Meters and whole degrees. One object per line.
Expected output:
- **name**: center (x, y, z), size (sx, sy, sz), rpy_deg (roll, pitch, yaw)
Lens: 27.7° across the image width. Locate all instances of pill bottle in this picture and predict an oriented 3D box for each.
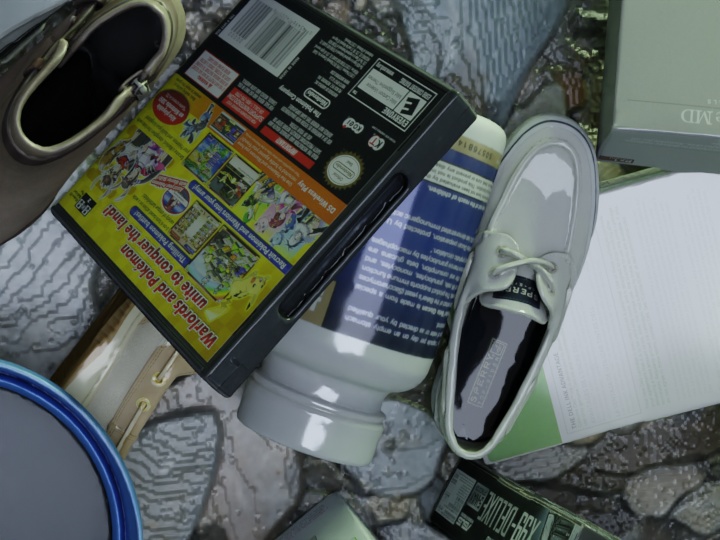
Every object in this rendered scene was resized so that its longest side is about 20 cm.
- **pill bottle**: center (0.000, 0.000, 0.814), size (0.110, 0.111, 0.202), rpy_deg (18, 92, -13)

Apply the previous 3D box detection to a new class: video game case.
- **video game case**: center (-0.059, -0.053, 0.758), size (0.181, 0.200, 0.026), rpy_deg (-48, 132, -3)

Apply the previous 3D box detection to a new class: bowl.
- **bowl**: center (-0.212, 0.143, 0.753), size (0.198, 0.039, 0.203), rpy_deg (-1, 94, -10)

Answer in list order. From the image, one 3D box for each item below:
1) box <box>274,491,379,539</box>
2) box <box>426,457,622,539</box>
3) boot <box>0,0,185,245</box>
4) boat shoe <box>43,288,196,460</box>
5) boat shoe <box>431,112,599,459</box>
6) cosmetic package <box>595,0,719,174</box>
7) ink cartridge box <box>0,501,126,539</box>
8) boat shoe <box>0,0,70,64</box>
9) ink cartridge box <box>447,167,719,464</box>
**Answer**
- **box**: center (-0.048, 0.237, 0.797), size (0.200, 0.176, 0.097), rpy_deg (-41, 101, -5)
- **box**: center (0.139, 0.176, 0.819), size (0.157, 0.200, 0.050), rpy_deg (30, 86, -14)
- **boot**: center (-0.167, -0.073, 0.751), size (0.070, 0.146, 0.201), rpy_deg (39, 88, -15)
- **boat shoe**: center (-0.106, 0.034, 0.819), size (0.069, 0.074, 0.200), rpy_deg (38, 97, -16)
- **boat shoe**: center (0.086, 0.011, 0.827), size (0.071, 0.066, 0.202), rpy_deg (21, 99, -2)
- **cosmetic package**: center (0.193, -0.160, 0.821), size (0.105, 0.090, 0.203), rpy_deg (4, 80, 4)
- **ink cartridge box**: center (-0.204, 0.221, 0.817), size (0.116, 0.067, 0.202), rpy_deg (14, 94, -11)
- **boat shoe**: center (-0.198, -0.145, 0.761), size (0.200, 0.064, 0.071), rpy_deg (-41, 104, 11)
- **ink cartridge box**: center (0.153, 0.021, 0.884), size (0.198, 0.048, 0.147), rpy_deg (-15, 99, 6)
